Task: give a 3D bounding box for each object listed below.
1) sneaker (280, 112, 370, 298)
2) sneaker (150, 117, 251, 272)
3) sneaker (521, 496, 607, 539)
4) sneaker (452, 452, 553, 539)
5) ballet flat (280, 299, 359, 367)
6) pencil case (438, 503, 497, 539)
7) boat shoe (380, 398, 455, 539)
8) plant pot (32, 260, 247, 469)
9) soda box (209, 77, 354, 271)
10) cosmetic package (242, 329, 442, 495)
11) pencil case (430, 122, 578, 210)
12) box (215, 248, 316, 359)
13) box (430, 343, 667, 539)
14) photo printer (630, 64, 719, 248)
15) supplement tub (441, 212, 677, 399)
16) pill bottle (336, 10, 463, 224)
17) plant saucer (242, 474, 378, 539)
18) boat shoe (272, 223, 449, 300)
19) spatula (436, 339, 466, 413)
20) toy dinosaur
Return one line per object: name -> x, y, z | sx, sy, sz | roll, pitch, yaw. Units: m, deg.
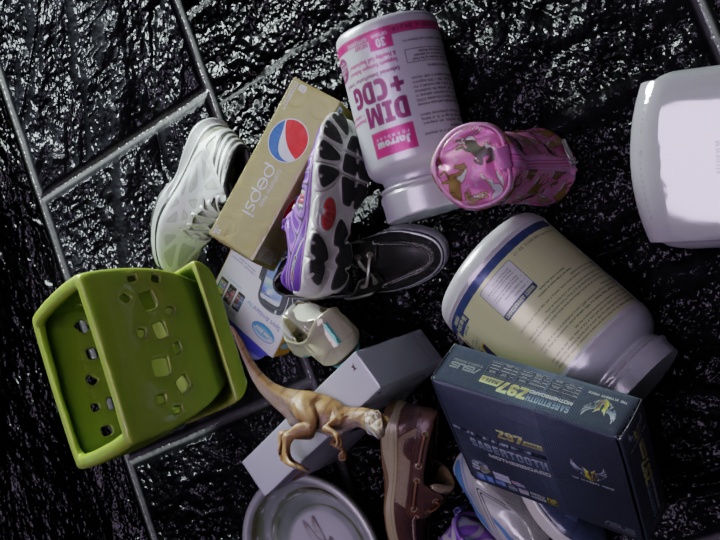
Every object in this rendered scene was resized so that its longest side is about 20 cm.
sneaker -> -0.049, -0.072, 1.225 | 0.083, 0.080, 0.203 | -1, 71, 45
sneaker -> -0.185, -0.070, 1.366 | 0.115, 0.075, 0.203 | 40, 114, 50
sneaker -> 0.199, 0.191, 1.172 | 0.085, 0.075, 0.201 | -44, 72, 31
sneaker -> 0.170, 0.269, 1.211 | 0.201, 0.071, 0.073 | 56, 151, 8
ballet flat -> -0.053, 0.060, 1.265 | 0.200, 0.068, 0.071 | -179, 83, -72
pencil case -> 0.087, 0.355, 1.252 | 0.084, 0.085, 0.202 | 38, 114, 18
boat shoe -> 0.067, 0.234, 1.247 | 0.071, 0.072, 0.203 | 3, 112, 19
plant pot -> -0.254, 0.103, 1.360 | 0.198, 0.179, 0.203 | -28, 78, 54
soda box -> -0.086, -0.106, 1.291 | 0.067, 0.064, 0.202 | 29, 89, 21
cosmetic package -> -0.018, 0.154, 1.260 | 0.200, 0.150, 0.052 | -46, 72, 27
pencil case -> 0.142, -0.099, 1.108 | 0.083, 0.199, 0.087 | 46, 113, 18
box -> -0.103, 0.005, 1.365 | 0.119, 0.041, 0.202 | 39, 115, 23
box -> 0.174, 0.158, 1.062 | 0.198, 0.051, 0.159 | 15, 142, 36
photo printer -> 0.346, -0.106, 1.057 | 0.197, 0.069, 0.169 | -2, 94, 32
supplement tub -> 0.193, 0.057, 1.123 | 0.200, 0.144, 0.146 | 43, 114, 21
pill bottle -> 0.050, -0.158, 1.210 | 0.112, 0.113, 0.203 | -16, 86, 31
plant saucer -> -0.048, 0.329, 1.348 | 0.197, 0.050, 0.204 | 7, 102, 31
boat shoe -> 0.000, 0.000, 1.263 | 0.197, 0.064, 0.072 | -11, 104, 16
spatula -> 0.107, 0.063, 1.239 | 0.020, 0.057, 0.203 | 14, 109, 12
toy dinosaur -> -0.060, 0.145, 1.175 | 0.198, 0.060, 0.108 | 19, 82, 22
